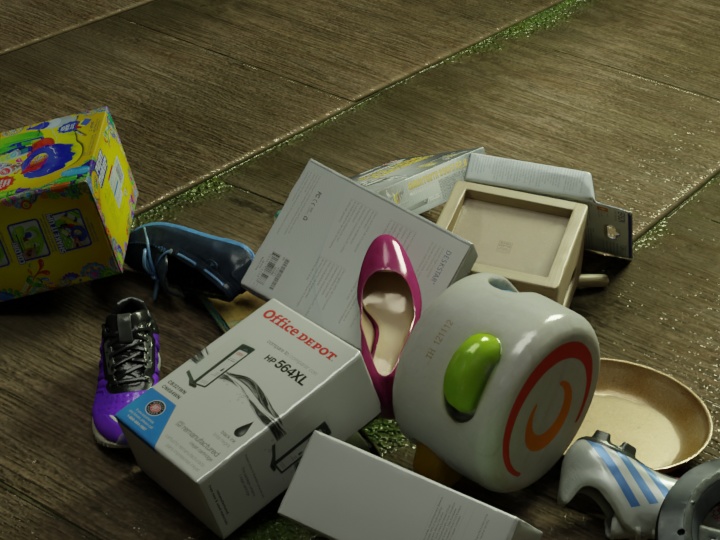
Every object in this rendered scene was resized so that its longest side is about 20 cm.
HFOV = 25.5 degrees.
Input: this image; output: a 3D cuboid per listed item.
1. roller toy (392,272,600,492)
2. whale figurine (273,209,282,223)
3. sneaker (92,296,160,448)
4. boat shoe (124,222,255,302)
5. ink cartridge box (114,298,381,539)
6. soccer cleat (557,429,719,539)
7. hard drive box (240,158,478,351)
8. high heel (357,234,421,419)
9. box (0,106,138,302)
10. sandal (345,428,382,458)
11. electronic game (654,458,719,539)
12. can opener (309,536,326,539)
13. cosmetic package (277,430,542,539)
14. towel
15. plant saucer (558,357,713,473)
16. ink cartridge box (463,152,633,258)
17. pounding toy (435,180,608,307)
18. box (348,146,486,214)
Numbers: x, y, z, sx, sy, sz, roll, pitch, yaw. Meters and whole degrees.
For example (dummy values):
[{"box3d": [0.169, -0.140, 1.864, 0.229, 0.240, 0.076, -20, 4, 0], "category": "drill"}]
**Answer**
[{"box3d": [0.124, 0.104, 1.504, 0.139, 0.201, 0.182, 28, 48, 35], "category": "roller toy"}, {"box3d": [-0.024, -0.032, 1.819, 0.159, 0.104, 0.200, 18, 16, -33], "category": "whale figurine"}, {"box3d": [-0.235, 0.094, 1.594, 0.069, 0.100, 0.200, -2, 29, -7], "category": "sneaker"}, {"box3d": [-0.204, -0.008, 1.781, 0.199, 0.084, 0.069, 4, 47, 42], "category": "boat shoe"}, {"box3d": [-0.104, 0.133, 1.493, 0.200, 0.085, 0.146, -38, 42, -22], "category": "ink cartridge box"}, {"box3d": [0.277, 0.225, 1.482, 0.199, 0.070, 0.087, 24, 70, 9], "category": "soccer cleat"}, {"box3d": [0.000, 0.000, 1.682, 0.199, 0.156, 0.077, 29, -5, 12], "category": "hard drive box"}, {"box3d": [0.029, 0.040, 1.567, 0.067, 0.096, 0.201, -6, 63, 0], "category": "high heel"}, {"box3d": [-0.368, -0.071, 1.801, 0.192, 0.122, 0.200, -14, 29, 5], "category": "box"}, {"box3d": [-0.013, 0.175, 1.524, 0.079, 0.058, 0.201, -12, 33, -28], "category": "sandal"}, {"box3d": [0.356, 0.252, 1.405, 0.199, 0.042, 0.201, 6, 51, -8], "category": "electronic game"}, {"box3d": [-0.054, 0.289, 1.308, 0.066, 0.053, 0.200, 39, 25, -11], "category": "can opener"}, {"box3d": [0.043, 0.219, 1.378, 0.199, 0.085, 0.108, 22, -7, 22], "category": "cosmetic package"}, {"box3d": [-0.091, 0.049, 1.779, 0.146, 0.022, 0.200, -9, 30, -24], "category": "towel"}, {"box3d": [0.255, 0.156, 1.617, 0.199, 0.036, 0.200, 3, 30, -2], "category": "plant saucer"}, {"box3d": [0.232, -0.076, 1.903, 0.199, 0.041, 0.200, 13, -13, 12], "category": "ink cartridge box"}, {"box3d": [0.180, 0.001, 1.812, 0.183, 0.143, 0.200, 12, 41, 14], "category": "pounding toy"}, {"box3d": [0.038, -0.097, 1.963, 0.200, 0.049, 0.158, -25, 14, -40], "category": "box"}]
